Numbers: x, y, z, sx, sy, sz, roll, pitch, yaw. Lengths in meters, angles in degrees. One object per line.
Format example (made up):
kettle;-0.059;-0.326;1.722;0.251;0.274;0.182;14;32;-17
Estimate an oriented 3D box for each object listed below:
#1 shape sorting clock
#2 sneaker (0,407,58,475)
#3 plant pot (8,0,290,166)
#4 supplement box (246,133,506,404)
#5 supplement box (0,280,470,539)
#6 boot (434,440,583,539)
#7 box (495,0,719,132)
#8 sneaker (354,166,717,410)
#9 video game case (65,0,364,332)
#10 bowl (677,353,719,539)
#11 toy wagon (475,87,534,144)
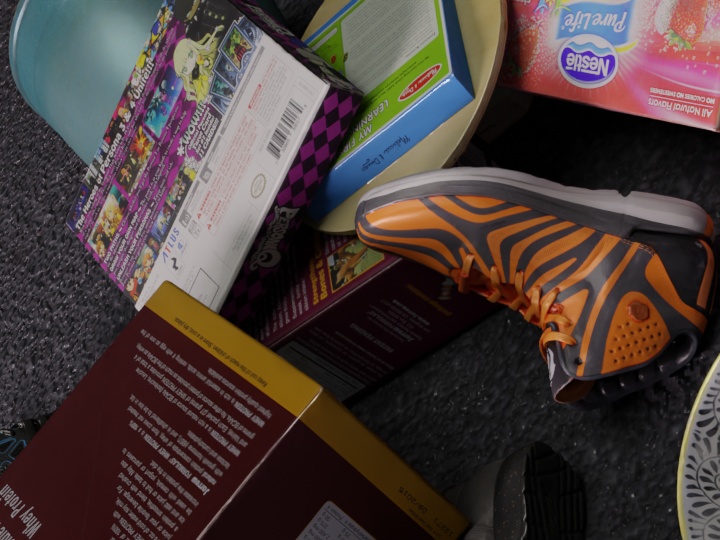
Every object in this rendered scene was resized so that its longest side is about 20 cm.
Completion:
shape sorting clock;0.016;-0.115;1.037;0.200;0.039;0.201;-31;45;37
sneaker;-0.251;0.136;1.209;0.200;0.082;0.073;-44;0;-31
plant pot;-0.125;-0.131;1.231;0.200;0.200;0.188;-49;52;11
supplement box;0.000;0.000;1.074;0.200;0.086;0.111;-34;43;26
supplement box;-0.090;0.145;0.928;0.200;0.133;0.197;-50;34;-8
boot;0.052;0.195;0.908;0.131;0.070;0.201;-26;36;38
box;0.166;-0.136;0.959;0.200;0.094;0.103;22;105;52
sneaker;0.090;0.012;0.915;0.199;0.078;0.113;5;70;8
video game case;-0.098;-0.068;1.067;0.181;0.036;0.201;43;114;41
bowl;0.247;0.090;0.734;0.200;0.094;0.202;-27;47;34
toy wagon;0.061;-0.160;1.160;0.155;0.040;0.201;-38;41;23
